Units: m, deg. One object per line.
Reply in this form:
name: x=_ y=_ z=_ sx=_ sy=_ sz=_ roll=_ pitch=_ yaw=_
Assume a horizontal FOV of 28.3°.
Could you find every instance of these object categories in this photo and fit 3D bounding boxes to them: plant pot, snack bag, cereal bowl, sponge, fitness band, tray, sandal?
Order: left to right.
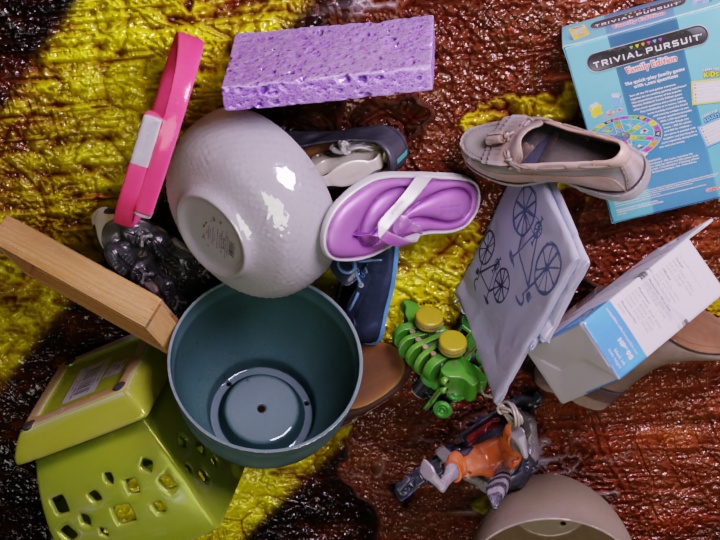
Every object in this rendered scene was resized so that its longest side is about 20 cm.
tray: x=-0.279 y=0.015 z=1.473 sx=0.199 sy=0.037 sz=0.099 roll=28 pitch=166 yaw=18
plant pot: x=-0.253 y=0.186 z=1.566 sx=0.197 sy=0.201 sz=0.183 roll=-21 pitch=113 yaw=19
fitness band: x=-0.193 y=-0.133 z=1.377 sx=0.037 sy=0.144 sz=0.201 roll=19 pitch=123 yaw=-9
cereal bowl: x=-0.121 y=-0.055 z=1.402 sx=0.199 sy=0.083 sz=0.202 roll=28 pitch=137 yaw=29
plant pot: x=-0.101 y=0.124 z=1.496 sx=0.198 sy=0.202 sz=0.135 roll=10 pitch=149 yaw=0
sponge: x=-0.029 y=-0.195 z=1.338 sx=0.197 sy=0.112 sz=0.030 roll=-4 pitch=124 yaw=8
sandal: x=0.048 y=-0.057 z=1.391 sx=0.201 sy=0.050 sz=0.083 roll=-18 pitch=118 yaw=-36
snack bag: x=0.156 y=0.008 z=1.410 sx=0.021 sy=0.189 sz=0.201 roll=11 pitch=125 yaw=-20
plant pot: x=0.219 y=0.312 z=1.630 sx=0.198 sy=0.135 sz=0.202 roll=3 pitch=123 yaw=5

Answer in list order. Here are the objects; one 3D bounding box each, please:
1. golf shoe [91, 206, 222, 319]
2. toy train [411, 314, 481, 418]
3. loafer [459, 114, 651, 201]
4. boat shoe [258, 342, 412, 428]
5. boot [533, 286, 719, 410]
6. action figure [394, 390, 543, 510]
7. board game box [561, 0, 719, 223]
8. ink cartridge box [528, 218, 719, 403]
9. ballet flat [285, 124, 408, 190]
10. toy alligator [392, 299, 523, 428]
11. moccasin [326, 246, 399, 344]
golf shoe: x=-0.208 y=-0.008 z=1.512 sx=0.078 sy=0.094 sz=0.200 roll=-47 pitch=137 yaw=-5
toy train: x=0.119 y=0.082 z=1.549 sx=0.056 sy=0.042 sz=0.201 roll=33 pitch=121 yaw=-4
loafer: x=0.177 y=-0.117 z=1.352 sx=0.198 sy=0.073 sz=0.063 roll=14 pitch=162 yaw=34
boat shoe: x=-0.024 y=0.138 z=1.589 sx=0.198 sy=0.071 sz=0.070 roll=-24 pitch=155 yaw=24
boot: x=0.288 y=0.094 z=1.528 sx=0.198 sy=0.071 sz=0.147 roll=20 pitch=129 yaw=-6
action figure: x=0.129 y=0.222 z=1.558 sx=0.199 sy=0.193 sz=0.105 roll=-37 pitch=73 yaw=12
board game box: x=0.290 y=-0.156 z=1.368 sx=0.149 sy=0.047 sz=0.202 roll=-13 pitch=121 yaw=15
ink cartridge box: x=0.271 y=0.039 z=1.391 sx=0.067 sy=0.199 sz=0.116 roll=55 pitch=153 yaw=2
ballet flat: x=-0.050 y=-0.104 z=1.426 sx=0.197 sy=0.073 sz=0.074 roll=-7 pitch=122 yaw=11
toy alligator: x=0.088 y=0.102 z=1.480 sx=0.054 sy=0.200 sz=0.060 roll=-22 pitch=140 yaw=-27
moccasin: x=0.000 y=0.000 z=1.479 sx=0.067 sy=0.081 sz=0.202 roll=2 pitch=123 yaw=-9
